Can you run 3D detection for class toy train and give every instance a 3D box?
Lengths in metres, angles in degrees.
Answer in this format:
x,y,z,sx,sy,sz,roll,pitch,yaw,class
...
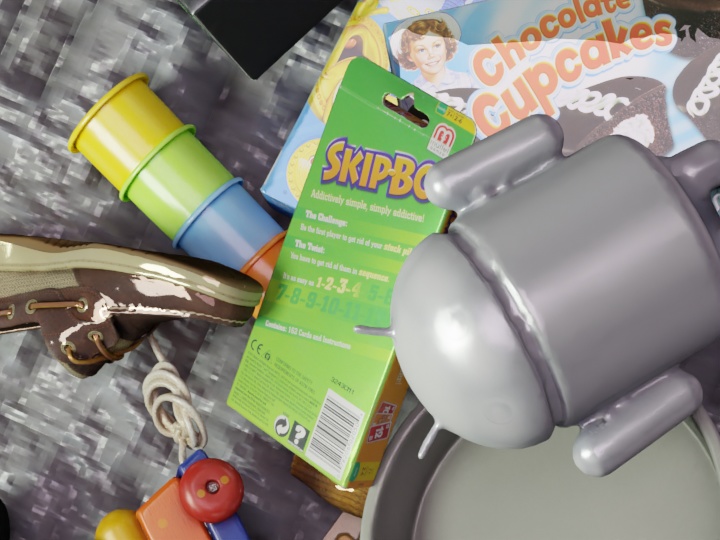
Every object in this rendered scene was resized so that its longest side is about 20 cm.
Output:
x,y,z,sx,sy,sz,roll,pitch,yaw,class
-0.118,0.139,1.382,0.115,0.085,0.201,-24,76,-16,toy train

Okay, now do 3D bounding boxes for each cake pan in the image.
x,y,z,sx,sy,sz,roll,pitch,yaw,class
0.096,0.133,1.308,0.199,0.037,0.201,-10,65,23,cake pan

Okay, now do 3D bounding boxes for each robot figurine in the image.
x,y,z,sx,sy,sz,roll,pitch,yaw,class
0.098,0.011,1.262,0.199,0.113,0.170,-28,86,-9,robot figurine

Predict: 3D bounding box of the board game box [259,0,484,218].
x,y,z,sx,sy,sz,roll,pitch,yaw,class
0.078,-0.081,1.424,0.199,0.056,0.197,26,85,7,board game box

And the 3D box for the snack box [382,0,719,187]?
x,y,z,sx,sy,sz,roll,pitch,yaw,class
0.119,-0.089,1.345,0.199,0.037,0.117,-13,80,3,snack box

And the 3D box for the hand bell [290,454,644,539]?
x,y,z,sx,sy,sz,roll,pitch,yaw,class
0.053,0.135,1.387,0.199,0.104,0.105,18,84,18,hand bell

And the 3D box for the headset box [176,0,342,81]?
x,y,z,sx,sy,sz,roll,pitch,yaw,class
-0.057,-0.228,1.404,0.174,0.093,0.200,-43,63,1,headset box

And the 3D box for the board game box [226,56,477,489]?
x,y,z,sx,sy,sz,roll,pitch,yaw,class
0.000,0.000,1.335,0.095,0.030,0.201,32,112,37,board game box

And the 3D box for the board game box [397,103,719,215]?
x,y,z,sx,sy,sz,roll,pitch,yaw,class
0.114,-0.042,1.373,0.200,0.028,0.135,43,87,9,board game box

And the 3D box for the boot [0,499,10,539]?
x,y,z,sx,sy,sz,roll,pitch,yaw,class
-0.189,0.230,1.395,0.162,0.073,0.199,28,92,10,boot

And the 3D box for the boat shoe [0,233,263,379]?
x,y,z,sx,sy,sz,roll,pitch,yaw,class
-0.140,0.022,1.399,0.199,0.072,0.072,6,89,30,boat shoe

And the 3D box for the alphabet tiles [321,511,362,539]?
x,y,z,sx,sy,sz,roll,pitch,yaw,class
0.060,0.175,1.416,0.167,0.008,0.200,36,87,8,alphabet tiles

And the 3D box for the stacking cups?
x,y,z,sx,sy,sz,roll,pitch,yaw,class
-0.073,-0.015,1.427,0.060,0.061,0.200,-42,83,-2,stacking cups
